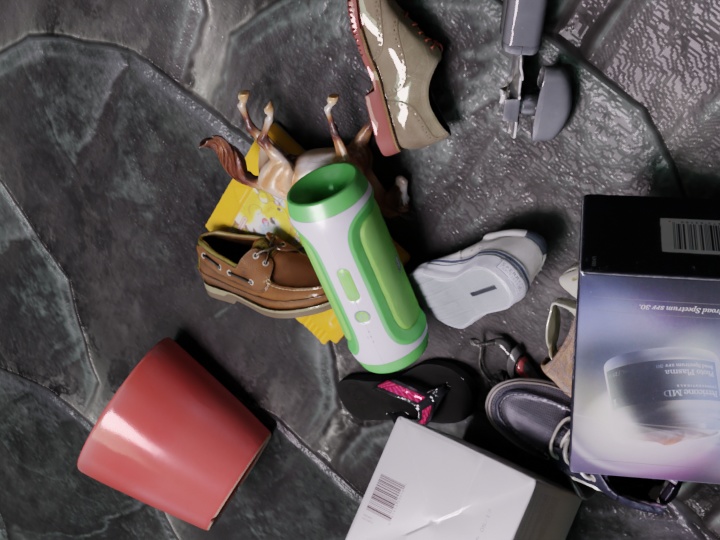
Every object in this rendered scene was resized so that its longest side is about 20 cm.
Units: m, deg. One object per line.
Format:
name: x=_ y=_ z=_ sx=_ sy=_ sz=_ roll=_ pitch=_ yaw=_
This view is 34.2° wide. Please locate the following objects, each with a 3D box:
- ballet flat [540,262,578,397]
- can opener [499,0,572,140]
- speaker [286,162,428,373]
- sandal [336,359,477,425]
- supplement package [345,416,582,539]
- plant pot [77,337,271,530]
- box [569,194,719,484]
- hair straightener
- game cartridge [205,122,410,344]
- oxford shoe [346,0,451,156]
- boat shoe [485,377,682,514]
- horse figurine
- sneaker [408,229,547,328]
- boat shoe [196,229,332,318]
ballet flat: x=0.204 y=0.034 z=1.046 sx=0.067 sy=0.068 sz=0.201 roll=36 pitch=134 yaw=24
can opener: x=0.148 y=-0.198 z=0.953 sx=0.066 sy=0.053 sz=0.201 roll=4 pitch=126 yaw=-1
speaker: x=0.000 y=0.000 z=1.121 sx=0.088 sy=0.089 sz=0.201 roll=3 pitch=129 yaw=38
sandal: x=0.045 y=0.143 z=1.263 sx=0.199 sy=0.045 sz=0.075 roll=-12 pitch=110 yaw=43
supplement package: x=0.103 y=0.251 z=1.145 sx=0.150 sy=0.200 sz=0.153 roll=22 pitch=86 yaw=26
plant pot: x=-0.219 y=0.211 z=1.436 sx=0.177 sy=0.201 sz=0.201 roll=34 pitch=135 yaw=3
box: x=0.269 y=0.058 z=0.921 sx=0.198 sy=0.124 sz=0.199 roll=3 pitch=124 yaw=11
hair straightener: x=0.170 y=0.147 z=1.165 sx=0.200 sy=0.041 sz=0.077 roll=49 pitch=137 yaw=-1
game cartridge: x=-0.061 y=-0.031 z=1.241 sx=0.200 sy=0.032 sz=0.176 roll=45 pitch=137 yaw=7
oxford shoe: x=0.035 y=-0.204 z=1.033 sx=0.074 sy=0.071 sz=0.201 roll=-8 pitch=114 yaw=13
boat shoe: x=0.207 y=0.159 z=1.082 sx=0.199 sy=0.093 sz=0.075 roll=22 pitch=94 yaw=10
horse figurine: x=-0.050 y=-0.111 z=1.134 sx=0.198 sy=0.050 sz=0.133 roll=-3 pitch=124 yaw=7
sneaker: x=0.113 y=0.006 z=1.100 sx=0.073 sy=0.071 sz=0.200 roll=54 pitch=158 yaw=-11
boat shoe: x=-0.099 y=-0.001 z=1.221 sx=0.199 sy=0.072 sz=0.068 roll=5 pitch=124 yaw=36
